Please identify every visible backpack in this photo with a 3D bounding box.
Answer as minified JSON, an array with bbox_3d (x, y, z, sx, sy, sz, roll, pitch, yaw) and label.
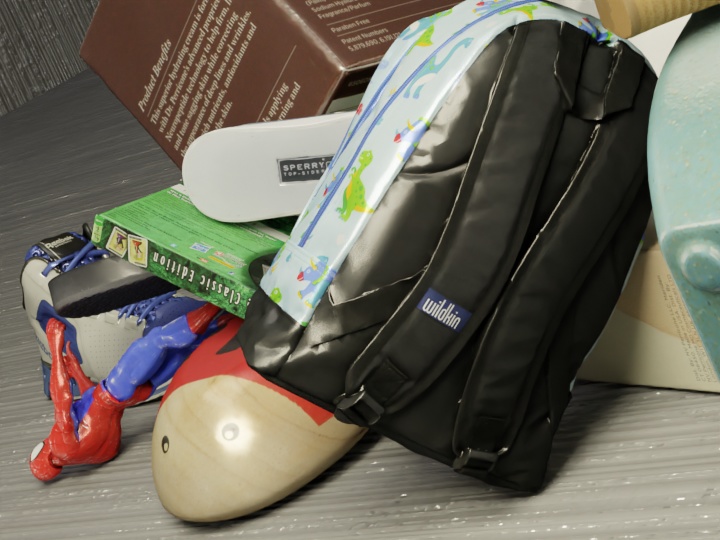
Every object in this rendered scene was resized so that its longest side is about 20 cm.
[{"bbox_3d":[0.053,-0.028,0.784,0.200,0.163,0.154,-61,22,15],"label":"backpack"}]

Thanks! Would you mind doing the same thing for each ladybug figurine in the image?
[{"bbox_3d":[-0.050,0.065,0.960,0.135,0.072,0.200,-16,16,25],"label":"ladybug figurine"}]

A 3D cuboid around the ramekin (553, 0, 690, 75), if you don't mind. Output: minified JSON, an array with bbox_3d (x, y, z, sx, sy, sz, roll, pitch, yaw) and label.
[{"bbox_3d":[0.199,-0.112,0.968,0.200,0.098,0.201,-5,54,7],"label":"ramekin"}]

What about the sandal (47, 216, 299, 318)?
[{"bbox_3d":[-0.097,-0.020,1.060,0.200,0.043,0.076,-15,-13,-1],"label":"sandal"}]

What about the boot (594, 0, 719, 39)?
[{"bbox_3d":[0.135,-0.169,0.736,0.144,0.071,0.201,-27,35,-6],"label":"boot"}]

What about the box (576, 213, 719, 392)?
[{"bbox_3d":[0.146,0.003,0.872,0.095,0.078,0.200,-33,18,-30],"label":"box"}]

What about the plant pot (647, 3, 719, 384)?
[{"bbox_3d":[0.221,-0.022,0.655,0.195,0.197,0.200,-9,26,42],"label":"plant pot"}]

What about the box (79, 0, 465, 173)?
[{"bbox_3d":[-0.048,-0.154,1.150,0.164,0.200,0.166,-22,-27,-43],"label":"box"}]

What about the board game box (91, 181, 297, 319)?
[{"bbox_3d":[-0.038,0.003,0.950,0.200,0.024,0.105,26,28,22],"label":"board game box"}]

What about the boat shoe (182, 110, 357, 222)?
[{"bbox_3d":[0.003,-0.061,0.961,0.199,0.074,0.065,5,12,17],"label":"boat shoe"}]

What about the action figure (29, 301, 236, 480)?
[{"bbox_3d":[-0.147,0.044,1.057,0.200,0.099,0.065,-45,-27,18],"label":"action figure"}]

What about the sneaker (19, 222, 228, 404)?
[{"bbox_3d":[-0.179,0.027,1.202,0.199,0.115,0.081,-7,23,46],"label":"sneaker"}]
